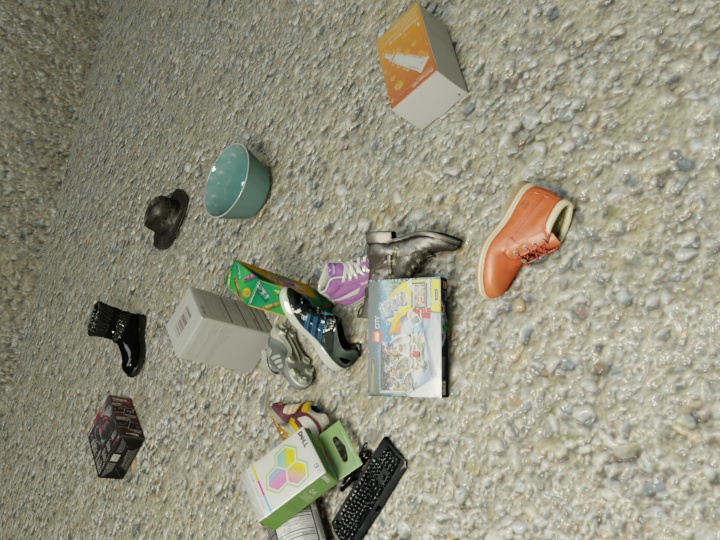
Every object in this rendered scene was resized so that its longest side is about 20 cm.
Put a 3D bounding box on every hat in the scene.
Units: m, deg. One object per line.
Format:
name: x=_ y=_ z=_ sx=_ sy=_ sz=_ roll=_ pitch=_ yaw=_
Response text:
hat: x=-0.616 y=-0.168 z=2.079 sx=0.199 sy=0.080 sz=0.203 roll=-20 pitch=61 yaw=41

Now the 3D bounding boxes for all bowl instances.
bowl: x=-0.305 y=-0.213 z=1.733 sx=0.200 sy=0.104 sz=0.203 roll=-23 pitch=58 yaw=41

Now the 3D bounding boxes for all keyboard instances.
keyboard: x=-0.001 y=0.388 z=1.193 sx=0.104 sy=0.039 sz=0.201 roll=41 pitch=105 yaw=47

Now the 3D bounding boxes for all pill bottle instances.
pill bottle: x=-0.113 y=0.484 z=1.225 sx=0.106 sy=0.106 sz=0.201 roll=-45 pitch=45 yaw=25

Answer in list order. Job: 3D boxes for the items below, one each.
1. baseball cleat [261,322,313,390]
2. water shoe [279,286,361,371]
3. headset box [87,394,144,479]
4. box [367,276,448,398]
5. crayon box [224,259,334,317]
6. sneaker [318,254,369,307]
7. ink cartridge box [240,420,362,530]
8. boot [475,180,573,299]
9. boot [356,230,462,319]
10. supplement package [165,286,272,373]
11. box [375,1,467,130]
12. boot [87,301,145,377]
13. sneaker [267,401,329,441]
baseball cleat: x=-0.157 y=0.203 z=1.434 sx=0.107 sy=0.069 sz=0.201 roll=-59 pitch=31 yaw=22
water shoe: x=-0.074 y=0.100 z=1.313 sx=0.079 sy=0.201 sz=0.072 roll=-35 pitch=8 yaw=20
headset box: x=-0.697 y=0.463 z=1.909 sx=0.150 sy=0.075 sz=0.200 roll=-58 pitch=41 yaw=12
box: x=0.081 y=0.115 z=1.157 sx=0.135 sy=0.038 sz=0.203 roll=-3 pitch=81 yaw=26
crayon box: x=-0.166 y=0.049 z=1.394 sx=0.118 sy=0.199 sz=0.059 roll=32 pitch=98 yaw=49
sneaker: x=0.000 y=0.001 z=1.297 sx=0.200 sy=0.114 sz=0.073 roll=-40 pitch=47 yaw=28
ink cartridge box: x=-0.107 y=0.354 z=1.202 sx=0.199 sy=0.059 sz=0.104 roll=-36 pitch=48 yaw=0
boot: x=0.256 y=-0.036 z=1.062 sx=0.107 sy=0.075 sz=0.202 roll=29 pitch=95 yaw=45
boot: x=0.088 y=0.016 z=1.227 sx=0.198 sy=0.069 sz=0.177 roll=1 pitch=92 yaw=23
supplement package: x=-0.314 y=0.136 z=1.522 sx=0.117 sy=0.199 sz=0.117 roll=-55 pitch=43 yaw=15
box: x=0.118 y=-0.407 z=1.348 sx=0.124 sy=0.097 sz=0.202 roll=-34 pitch=51 yaw=34
boot: x=-0.720 y=0.203 z=1.979 sx=0.079 sy=0.157 sz=0.213 roll=-34 pitch=51 yaw=34
sneaker: x=-0.122 y=0.299 z=1.351 sx=0.090 sy=0.076 sz=0.200 roll=-29 pitch=15 yaw=-17
